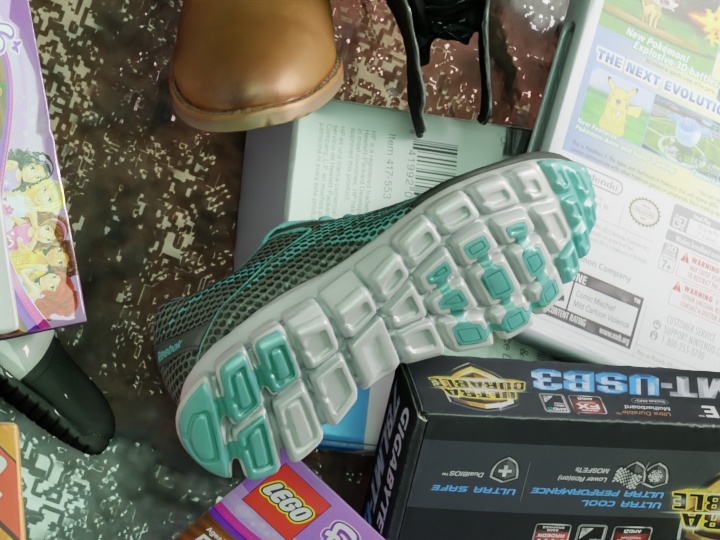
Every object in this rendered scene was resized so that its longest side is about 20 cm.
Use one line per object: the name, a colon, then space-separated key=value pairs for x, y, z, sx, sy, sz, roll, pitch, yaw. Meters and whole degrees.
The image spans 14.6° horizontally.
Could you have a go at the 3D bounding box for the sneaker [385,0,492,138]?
sneaker: x=0.020 y=-0.166 z=1.181 sx=0.060 sy=0.104 sz=0.201 roll=-12 pitch=69 yaw=-3

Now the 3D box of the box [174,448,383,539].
box: x=-0.009 y=0.181 z=1.094 sx=0.200 sy=0.039 sz=0.137 roll=42 pitch=57 yaw=15

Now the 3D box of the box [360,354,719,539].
box: x=0.093 y=0.133 z=1.210 sx=0.199 sy=0.050 sz=0.199 roll=4 pitch=121 yaw=-16

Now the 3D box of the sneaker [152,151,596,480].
sneaker: x=0.000 y=0.000 z=1.138 sx=0.199 sy=0.091 sz=0.078 roll=-28 pitch=127 yaw=-13

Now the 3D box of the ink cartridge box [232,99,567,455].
ink cartridge box: x=0.048 y=0.012 z=1.240 sx=0.199 sy=0.086 sz=0.147 roll=8 pitch=83 yaw=-18

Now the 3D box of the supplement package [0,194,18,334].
supplement package: x=-0.203 y=-0.069 z=1.028 sx=0.120 sy=0.120 sz=0.201 roll=-7 pitch=92 yaw=-15

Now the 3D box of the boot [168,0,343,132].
boot: x=-0.044 y=-0.160 z=1.152 sx=0.076 sy=0.200 sz=0.156 roll=1 pitch=124 yaw=11

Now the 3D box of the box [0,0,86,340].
box: x=-0.194 y=-0.064 z=1.115 sx=0.136 sy=0.039 sz=0.201 roll=-11 pitch=92 yaw=-18

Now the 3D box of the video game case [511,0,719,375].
video game case: x=0.160 y=-0.029 z=1.225 sx=0.199 sy=0.022 sz=0.183 roll=22 pitch=77 yaw=-24

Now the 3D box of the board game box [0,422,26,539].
board game box: x=-0.229 y=0.175 z=1.062 sx=0.199 sy=0.200 sz=0.201 roll=-3 pitch=79 yaw=-12

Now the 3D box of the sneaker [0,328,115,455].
sneaker: x=-0.156 y=-0.014 z=1.185 sx=0.088 sy=0.074 sz=0.200 roll=-41 pitch=99 yaw=-14
